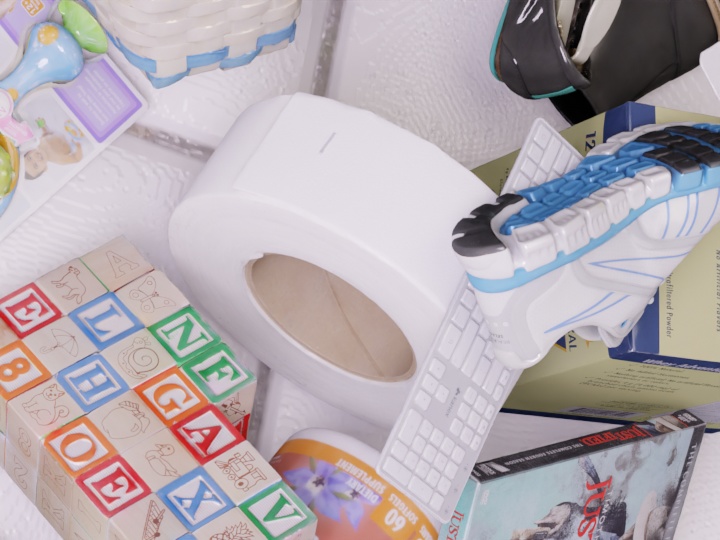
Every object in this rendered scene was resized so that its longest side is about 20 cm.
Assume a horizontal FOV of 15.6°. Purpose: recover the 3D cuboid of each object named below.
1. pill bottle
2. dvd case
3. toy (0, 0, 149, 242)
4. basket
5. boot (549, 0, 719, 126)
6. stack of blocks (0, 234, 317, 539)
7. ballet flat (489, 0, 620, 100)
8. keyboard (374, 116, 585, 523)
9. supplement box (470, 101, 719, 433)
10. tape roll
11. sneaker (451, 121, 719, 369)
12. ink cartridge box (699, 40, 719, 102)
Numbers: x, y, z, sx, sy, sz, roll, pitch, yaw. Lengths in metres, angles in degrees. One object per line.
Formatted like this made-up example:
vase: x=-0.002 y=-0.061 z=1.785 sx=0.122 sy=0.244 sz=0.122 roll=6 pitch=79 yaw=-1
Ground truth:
pill bottle: x=-0.047 y=0.188 z=1.355 sx=0.112 sy=0.112 sz=0.200 roll=45 pitch=63 yaw=-13
dvd case: x=0.106 y=0.158 z=1.423 sx=0.199 sy=0.022 sz=0.147 roll=-9 pitch=120 yaw=-48
toy: x=-0.207 y=-0.072 z=1.358 sx=0.115 sy=0.047 sz=0.200 roll=50 pitch=61 yaw=-9
basket: x=-0.096 y=-0.212 z=1.327 sx=0.138 sy=0.201 sz=0.177 roll=-23 pitch=51 yaw=-19
boot: x=0.132 y=-0.188 z=1.556 sx=0.138 sy=0.077 sz=0.201 roll=-38 pitch=98 yaw=-24
stack of blocks: x=-0.108 y=0.086 z=1.315 sx=0.115 sy=0.059 sz=0.200 roll=-28 pitch=59 yaw=-29
ballet flat: x=0.129 y=-0.194 z=1.498 sx=0.068 sy=0.068 sz=0.202 roll=8 pitch=92 yaw=-56
keyboard: x=0.064 y=0.023 z=1.287 sx=0.056 sy=0.011 sz=0.201 roll=42 pitch=65 yaw=-41
supplement box: x=0.176 y=0.006 z=1.464 sx=0.199 sy=0.199 sz=0.135 roll=7 pitch=76 yaw=-27
tape roll: x=0.000 y=0.000 z=1.368 sx=0.202 sy=0.202 sz=0.071 roll=41 pitch=65 yaw=-15
sneaker: x=0.130 y=-0.012 z=1.301 sx=0.199 sy=0.075 sz=0.087 roll=-25 pitch=116 yaw=-29
ink cartridge box: x=0.278 y=-0.058 z=1.378 sx=0.115 sy=0.068 sz=0.201 roll=-33 pitch=95 yaw=-31
